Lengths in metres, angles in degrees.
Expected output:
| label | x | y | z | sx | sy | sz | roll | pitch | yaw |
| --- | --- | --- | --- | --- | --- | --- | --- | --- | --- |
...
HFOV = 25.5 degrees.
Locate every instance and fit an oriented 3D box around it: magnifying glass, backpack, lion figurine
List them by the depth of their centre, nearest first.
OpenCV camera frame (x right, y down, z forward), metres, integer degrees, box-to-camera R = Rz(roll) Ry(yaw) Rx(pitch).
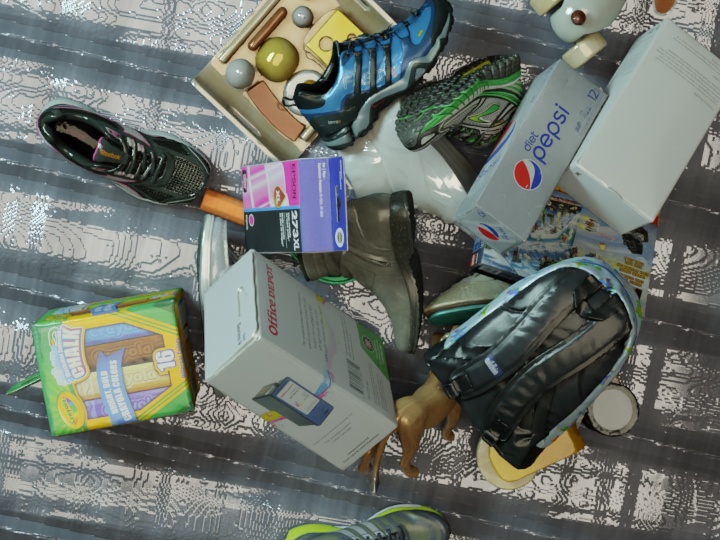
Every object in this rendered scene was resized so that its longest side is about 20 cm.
| label | x | y | z | sx | sy | sz | roll | pitch | yaw |
| --- | --- | --- | --- | --- | --- | --- | --- | --- | --- |
| backpack | 0.194 | 0.074 | 1.628 | 0.163 | 0.153 | 0.200 | 47 | 120 | 12 |
| lion figurine | 0.069 | 0.148 | 1.722 | 0.072 | 0.200 | 0.123 | 25 | 127 | 14 |
| magnifying glass | -0.081 | -0.044 | 1.761 | 0.198 | 0.022 | 0.080 | 20 | 96 | -6 |

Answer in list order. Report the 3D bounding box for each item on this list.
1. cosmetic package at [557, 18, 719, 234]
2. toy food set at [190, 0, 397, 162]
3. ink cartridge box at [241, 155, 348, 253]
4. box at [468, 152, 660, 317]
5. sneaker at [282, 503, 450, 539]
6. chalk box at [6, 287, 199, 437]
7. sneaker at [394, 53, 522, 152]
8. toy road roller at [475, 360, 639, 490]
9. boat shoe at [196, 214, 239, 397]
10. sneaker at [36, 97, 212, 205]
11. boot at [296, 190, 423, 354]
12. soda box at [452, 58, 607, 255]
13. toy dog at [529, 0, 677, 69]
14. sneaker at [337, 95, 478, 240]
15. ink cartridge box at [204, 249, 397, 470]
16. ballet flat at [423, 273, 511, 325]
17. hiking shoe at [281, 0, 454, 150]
| label | x | y | z | sx | sy | sz | roll | pitch | yaw |
| --- | --- | --- | --- | --- | --- | --- | --- | --- | --- |
| cosmetic package | 0.302 | -0.153 | 1.697 | 0.107 | 0.085 | 0.201 | 37 | 75 | -7 |
| toy food set | -0.066 | -0.229 | 1.718 | 0.143 | 0.060 | 0.200 | 42 | 94 | -6 |
| ink cartridge box | -0.070 | -0.066 | 1.653 | 0.037 | 0.199 | 0.096 | -4 | 92 | -29 |
| box | 0.223 | -0.039 | 1.718 | 0.198 | 0.040 | 0.139 | 18 | 72 | -15 |
| sneaker | 0.005 | 0.314 | 1.772 | 0.198 | 0.081 | 0.075 | -14 | 97 | -1 |
| chalk box | -0.282 | 0.099 | 1.716 | 0.197 | 0.125 | 0.126 | -9 | 97 | -2 |
| sneaker | 0.114 | -0.164 | 1.682 | 0.199 | 0.077 | 0.086 | -29 | 109 | -41 |
| toy road roller | 0.200 | 0.137 | 1.743 | 0.198 | 0.123 | 0.147 | -28 | 86 | 1 |
| boat shoe | -0.143 | 0.037 | 1.743 | 0.064 | 0.074 | 0.205 | -7 | 101 | -7 |
| sneaker | -0.260 | -0.121 | 1.711 | 0.198 | 0.086 | 0.081 | 18 | 97 | -5 |
| boot | 0.000 | 0.000 | 1.733 | 0.129 | 0.068 | 0.202 | -3 | 120 | 8 |
| soda box | 0.178 | -0.119 | 1.665 | 0.068 | 0.063 | 0.201 | 35 | 68 | -10 |
| toy dog | 0.272 | -0.308 | 1.704 | 0.131 | 0.096 | 0.201 | 31 | 95 | -5 |
| sneaker | 0.062 | -0.086 | 1.743 | 0.115 | 0.074 | 0.200 | -33 | 110 | 23 |
| ink cartridge box | -0.065 | 0.092 | 1.665 | 0.087 | 0.146 | 0.199 | -39 | 123 | 22 |
| ballet flat | 0.164 | 0.020 | 1.763 | 0.197 | 0.068 | 0.063 | -5 | 70 | -5 |
| hiking shoe | 0.015 | -0.220 | 1.673 | 0.200 | 0.074 | 0.087 | -47 | 116 | 2 |
